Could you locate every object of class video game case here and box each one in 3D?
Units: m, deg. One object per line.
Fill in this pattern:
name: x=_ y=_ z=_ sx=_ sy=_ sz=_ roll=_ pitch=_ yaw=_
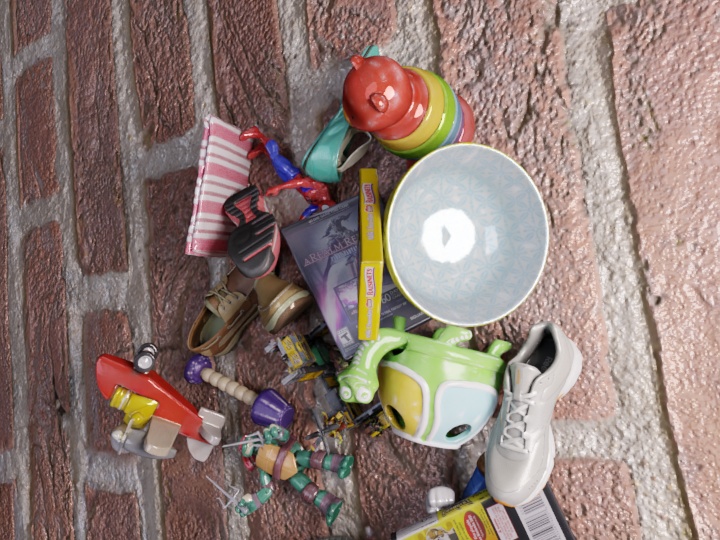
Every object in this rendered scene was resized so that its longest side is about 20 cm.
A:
video game case: x=0.000 y=0.000 z=0.764 sx=0.142 sy=0.019 sz=0.200 roll=-25 pitch=70 yaw=-9
video game case: x=0.155 y=0.340 z=0.630 sx=0.180 sy=0.026 sz=0.201 roll=-25 pitch=89 yaw=1

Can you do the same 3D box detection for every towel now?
towel: x=-0.211 y=-0.120 z=0.871 sx=0.030 sy=0.146 sz=0.201 roll=9 pitch=92 yaw=10

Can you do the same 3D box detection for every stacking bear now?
stacking bear: x=0.049 y=-0.187 z=0.686 sx=0.113 sy=0.200 sz=0.122 roll=-28 pitch=74 yaw=27

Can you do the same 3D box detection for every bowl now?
bowl: x=0.107 y=-0.040 z=0.686 sx=0.108 sy=0.199 sz=0.201 roll=-172 pitch=88 yaw=-74

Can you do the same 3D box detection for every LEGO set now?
LEGO set: x=-0.033 y=0.129 z=0.767 sx=0.154 sy=0.116 sz=0.201 roll=-32 pitch=72 yaw=26

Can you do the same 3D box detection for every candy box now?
candy box: x=0.009 y=-0.026 z=0.663 sx=0.026 sy=0.200 sz=0.103 roll=-1 pitch=126 yaw=0

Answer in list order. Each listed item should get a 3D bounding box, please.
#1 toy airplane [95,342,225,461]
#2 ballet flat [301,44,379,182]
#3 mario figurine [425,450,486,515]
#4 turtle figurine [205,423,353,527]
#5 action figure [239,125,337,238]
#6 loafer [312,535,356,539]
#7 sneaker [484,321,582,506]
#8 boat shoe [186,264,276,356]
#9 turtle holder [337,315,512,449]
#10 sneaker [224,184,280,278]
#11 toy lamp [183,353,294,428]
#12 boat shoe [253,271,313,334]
toy airplane: x=-0.305 y=0.224 z=0.879 sx=0.141 sy=0.200 sz=0.199 roll=-44 pitch=60 yaw=-8
ballet flat: x=-0.005 y=-0.206 z=0.798 sx=0.070 sy=0.067 sz=0.201 roll=29 pitch=90 yaw=7
mario figurine: x=0.127 y=0.316 z=0.667 sx=0.123 sy=0.106 sz=0.200 roll=37 pitch=103 yaw=38
turtle figurine: x=-0.115 y=0.272 z=0.821 sx=0.199 sy=0.101 sz=0.150 roll=15 pitch=112 yaw=15
action figure: x=-0.119 y=-0.122 z=0.851 sx=0.200 sy=0.065 sz=0.099 roll=37 pitch=73 yaw=26
loafer: x=-0.059 y=0.417 z=0.806 sx=0.199 sy=0.075 sz=0.070 roll=-10 pitch=118 yaw=27
sneaker: x=0.171 y=0.143 z=0.619 sx=0.075 sy=0.092 sz=0.201 roll=7 pitch=63 yaw=37
boat shoe: x=-0.201 y=0.053 z=0.897 sx=0.076 sy=0.074 sz=0.200 roll=38 pitch=107 yaw=26
turtle holder: x=0.079 y=0.126 z=0.656 sx=0.141 sy=0.185 sz=0.132 roll=11 pitch=84 yaw=32
sneaker: x=-0.136 y=-0.044 z=0.821 sx=0.074 sy=0.087 sz=0.200 roll=-28 pitch=38 yaw=5
toy lamp: x=-0.186 y=0.187 z=0.893 sx=0.199 sy=0.058 sz=0.058 roll=17 pitch=96 yaw=32
boat shoe: x=-0.114 y=0.037 z=0.776 sx=0.072 sy=0.200 sz=0.076 roll=-38 pitch=90 yaw=-12
